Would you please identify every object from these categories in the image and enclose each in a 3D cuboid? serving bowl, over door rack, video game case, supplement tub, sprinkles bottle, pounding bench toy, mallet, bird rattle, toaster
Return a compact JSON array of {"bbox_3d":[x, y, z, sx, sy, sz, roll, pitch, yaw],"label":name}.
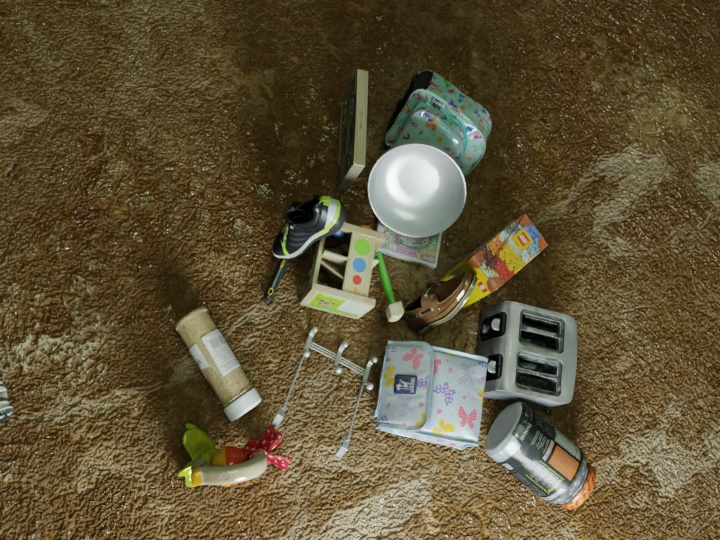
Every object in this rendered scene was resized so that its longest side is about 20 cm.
[{"bbox_3d":[0.114,-0.170,1.370,0.196,0.202,0.066,27,34,-7],"label":"serving bowl"},{"bbox_3d":[-0.057,0.215,1.267,0.145,0.067,0.204,27,56,-7],"label":"over door rack"},{"bbox_3d":[0.109,-0.119,1.446,0.139,0.018,0.206,15,72,-11],"label":"video game case"},{"bbox_3d":[0.348,0.360,1.335,0.198,0.122,0.124,39,69,-3],"label":"supplement tub"},{"bbox_3d":[-0.256,0.167,1.242,0.067,0.068,0.203,-31,85,-20],"label":"sprinkles bottle"},{"bbox_3d":[0.000,0.000,1.328,0.194,0.124,0.161,15,72,-12],"label":"pounding bench toy"},{"bbox_3d":[-0.149,-0.042,1.346,0.065,0.041,0.203,31,74,-5],"label":"mallet"},{"bbox_3d":[-0.214,0.331,1.172,0.193,0.163,0.117,5,92,-5],"label":"bird rattle"},{"bbox_3d":[0.334,0.175,1.381,0.194,0.119,0.186,14,73,-12],"label":"toaster"}]

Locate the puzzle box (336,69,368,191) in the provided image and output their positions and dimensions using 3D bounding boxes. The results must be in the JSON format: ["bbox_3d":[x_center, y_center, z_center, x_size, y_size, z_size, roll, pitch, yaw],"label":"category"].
[{"bbox_3d":[-0.017,-0.280,1.391,0.025,0.133,0.207,6,73,-14],"label":"puzzle box"}]

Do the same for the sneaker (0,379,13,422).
[{"bbox_3d":[-0.679,0.217,1.117,0.196,0.076,0.118,-19,73,-27],"label":"sneaker"}]

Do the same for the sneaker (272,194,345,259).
[{"bbox_3d":[-0.111,-0.089,1.252,0.082,0.198,0.074,24,51,-36],"label":"sneaker"}]

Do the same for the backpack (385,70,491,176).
[{"bbox_3d":[0.164,-0.280,1.412,0.196,0.178,0.153,26,50,-11],"label":"backpack"}]

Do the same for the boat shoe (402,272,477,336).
[{"bbox_3d":[0.144,0.058,1.315,0.067,0.200,0.073,37,46,-5],"label":"boat shoe"}]

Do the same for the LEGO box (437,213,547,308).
[{"bbox_3d":[0.253,-0.011,1.362,0.148,0.200,0.078,-37,86,-20],"label":"LEGO box"}]

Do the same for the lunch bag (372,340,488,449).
[{"bbox_3d":[0.130,0.234,1.307,0.194,0.127,0.175,14,70,-5],"label":"lunch bag"}]
